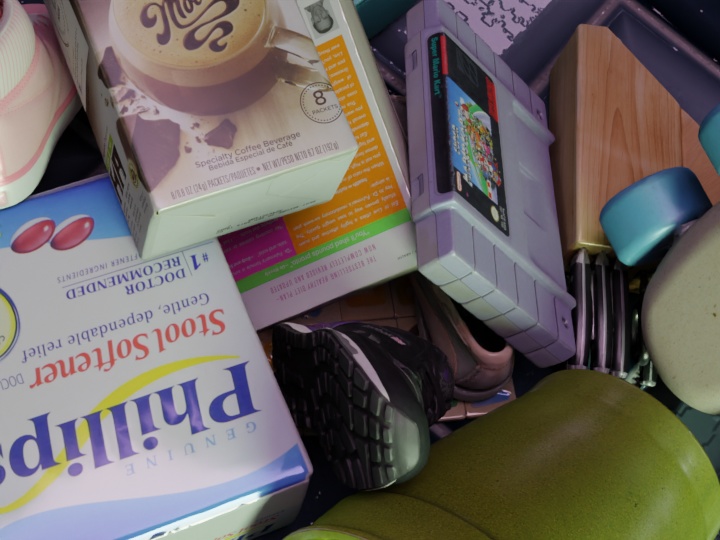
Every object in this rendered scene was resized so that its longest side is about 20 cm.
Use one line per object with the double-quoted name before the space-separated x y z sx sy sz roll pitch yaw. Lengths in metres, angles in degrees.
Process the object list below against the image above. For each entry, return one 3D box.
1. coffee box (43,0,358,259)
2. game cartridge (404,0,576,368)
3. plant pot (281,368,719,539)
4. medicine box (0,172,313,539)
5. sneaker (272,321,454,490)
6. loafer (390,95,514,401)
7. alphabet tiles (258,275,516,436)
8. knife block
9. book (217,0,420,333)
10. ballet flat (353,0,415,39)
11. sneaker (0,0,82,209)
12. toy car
"coffee box" -0.095 -0.123 0.784 0.113 0.080 0.201 -19 77 -18
"game cartridge" 0.075 -0.056 0.872 0.038 0.130 0.201 -23 48 26
"plant pot" 0.088 0.156 0.782 0.200 0.200 0.193 44 55 8
"medicine box" -0.148 0.066 0.800 0.182 0.103 0.200 -18 69 -18
"sneaker" 0.016 0.058 0.787 0.087 0.200 0.076 -6 101 -15
"loafer" 0.051 -0.023 0.895 0.072 0.063 0.201 -14 72 -15
"alphabet tiles" 0.000 0.000 0.914 0.167 0.008 0.201 -5 70 -13
"knife block" 0.145 -0.031 0.924 0.175 0.064 0.200 -37 80 -23
"book" -0.047 -0.077 0.857 0.133 0.048 0.201 -21 86 16
"ballet flat" -0.040 -0.157 0.938 0.067 0.068 0.200 44 66 11
"sneaker" -0.201 -0.128 0.830 0.075 0.105 0.200 -5 35 3
"toy car" 0.274 0.000 0.835 0.200 0.177 0.185 -13 68 -37
